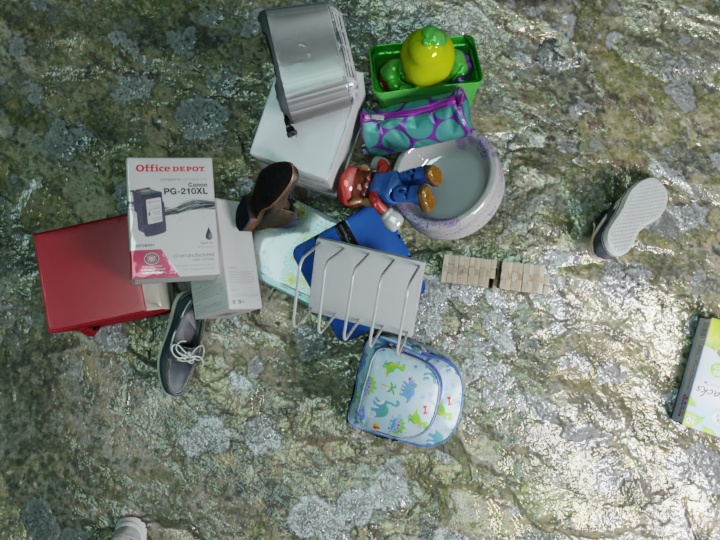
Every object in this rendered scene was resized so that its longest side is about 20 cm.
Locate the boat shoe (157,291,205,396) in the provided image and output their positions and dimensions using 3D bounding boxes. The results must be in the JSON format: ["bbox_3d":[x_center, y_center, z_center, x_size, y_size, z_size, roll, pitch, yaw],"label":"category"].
[{"bbox_3d":[-0.331,0.141,1.214,0.074,0.061,0.204,19,81,-41],"label":"boat shoe"}]

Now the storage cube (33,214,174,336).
[{"bbox_3d":[-0.463,0.010,1.182,0.177,0.171,0.204,-12,86,1],"label":"storage cube"}]

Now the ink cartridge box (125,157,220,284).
[{"bbox_3d":[-0.319,-0.085,1.084,0.142,0.084,0.204,-3,83,-19],"label":"ink cartridge box"}]

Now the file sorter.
[{"bbox_3d":[-0.006,0.044,1.083,0.197,0.125,0.141,13,109,12],"label":"file sorter"}]

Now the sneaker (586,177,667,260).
[{"bbox_3d":[0.487,-0.095,1.185,0.200,0.079,0.079,-41,92,-24],"label":"sneaker"}]

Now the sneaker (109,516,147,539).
[{"bbox_3d":[-0.447,0.576,1.198,0.080,0.088,0.204,-6,88,3],"label":"sneaker"}]

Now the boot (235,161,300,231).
[{"bbox_3d":[-0.136,-0.127,1.116,0.096,0.199,0.076,2,68,-37],"label":"boot"}]

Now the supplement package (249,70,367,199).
[{"bbox_3d":[-0.086,-0.256,1.157,0.145,0.200,0.194,19,88,4],"label":"supplement package"}]

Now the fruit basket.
[{"bbox_3d":[0.114,-0.371,1.138,0.211,0.217,0.158,-6,55,3],"label":"fruit basket"}]

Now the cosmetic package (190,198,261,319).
[{"bbox_3d":[-0.257,-0.019,1.185,0.106,0.084,0.204,-15,79,38],"label":"cosmetic package"}]

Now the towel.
[{"bbox_3d":[-0.116,-0.036,1.227,0.198,0.048,0.173,26,87,4],"label":"towel"}]

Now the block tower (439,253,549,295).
[{"bbox_3d":[0.249,0.008,1.200,0.196,0.058,0.055,7,88,2],"label":"block tower"}]

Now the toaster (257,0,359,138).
[{"bbox_3d":[-0.077,-0.321,1.003,0.127,0.114,0.204,-14,85,0],"label":"toaster"}]

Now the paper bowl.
[{"bbox_3d":[0.163,-0.154,1.166,0.197,0.104,0.204,-8,70,23],"label":"paper bowl"}]

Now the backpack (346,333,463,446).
[{"bbox_3d":[0.085,0.222,1.154,0.197,0.147,0.186,15,91,1],"label":"backpack"}]

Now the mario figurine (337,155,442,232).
[{"bbox_3d":[0.049,-0.138,1.126,0.197,0.123,0.108,6,119,33],"label":"mario figurine"}]

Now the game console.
[{"bbox_3d":[0.000,0.000,1.198,0.169,0.118,0.202,-26,98,22],"label":"game console"}]

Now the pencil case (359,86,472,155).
[{"bbox_3d":[0.095,-0.260,1.124,0.197,0.092,0.087,-8,69,22],"label":"pencil case"}]

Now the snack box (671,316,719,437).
[{"bbox_3d":[0.671,0.202,1.168,0.140,0.053,0.203,17,89,5],"label":"snack box"}]
